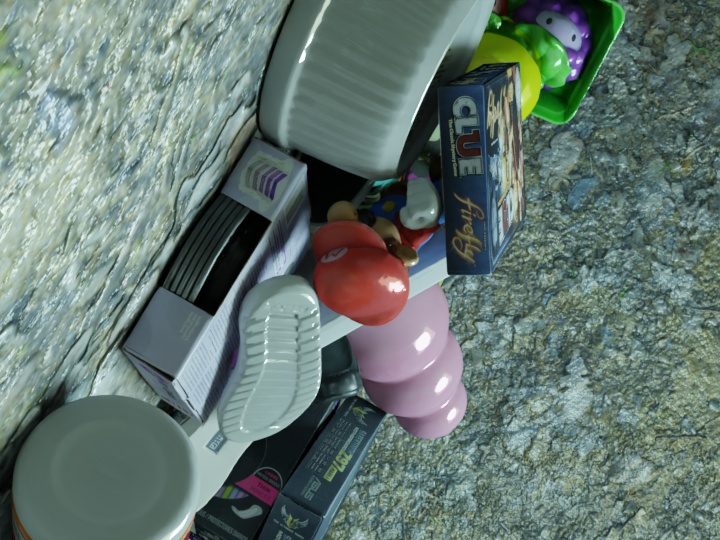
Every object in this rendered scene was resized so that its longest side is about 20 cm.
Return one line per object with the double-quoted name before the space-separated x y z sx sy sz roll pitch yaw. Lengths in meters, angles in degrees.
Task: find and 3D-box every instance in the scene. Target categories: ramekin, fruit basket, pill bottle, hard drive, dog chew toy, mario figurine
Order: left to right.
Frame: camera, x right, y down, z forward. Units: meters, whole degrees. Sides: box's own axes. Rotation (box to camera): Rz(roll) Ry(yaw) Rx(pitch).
"pill bottle" -0.171 0.179 0.715 0.113 0.112 0.201 -55 172 -40
"hard drive" 0.000 0.000 0.964 0.198 0.027 0.132 -29 -150 -2
"mario figurine" 0.016 -0.042 0.846 0.200 0.105 0.125 -46 159 -56
"ramekin" 0.019 -0.163 0.800 0.202 0.104 0.200 -60 174 -11
"dog chew toy" 0.046 0.088 1.091 0.125 0.123 0.201 -55 129 -41
"fruit basket" 0.135 -0.217 1.043 0.157 0.214 0.216 -65 172 32

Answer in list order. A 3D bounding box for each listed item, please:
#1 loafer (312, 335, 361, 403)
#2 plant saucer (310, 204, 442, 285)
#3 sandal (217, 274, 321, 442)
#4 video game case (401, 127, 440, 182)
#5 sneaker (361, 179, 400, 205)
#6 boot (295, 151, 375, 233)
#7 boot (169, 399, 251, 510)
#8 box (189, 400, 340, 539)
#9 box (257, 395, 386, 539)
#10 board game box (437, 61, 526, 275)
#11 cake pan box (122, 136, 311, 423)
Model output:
"loafer" -0.049 0.064 0.997 0.201 0.067 0.071 -138 -142 -68
"plant saucer" -0.006 -0.005 1.132 0.201 0.197 0.048 110 -33 -50
"sandal" -0.069 0.065 0.854 0.204 0.081 0.050 110 -31 -47
"video game case" 0.073 -0.158 1.216 0.201 0.035 0.183 -81 -176 -62
"sneaker" 0.010 -0.085 1.133 0.200 0.070 0.081 -24 125 -82
"boot" -0.002 -0.116 0.996 0.144 0.072 0.202 87 29 -81
"boot" -0.141 0.139 0.975 0.200 0.073 0.091 -43 -154 7
"box" -0.114 0.176 1.092 0.201 0.121 0.106 -59 172 -26
"box" -0.049 0.233 1.071 0.159 0.051 0.200 -66 172 27
"board game box" 0.100 -0.087 0.857 0.200 0.034 0.137 -45 133 -68
"cake pan box" -0.102 0.015 0.841 0.186 0.052 0.200 -62 174 -14
